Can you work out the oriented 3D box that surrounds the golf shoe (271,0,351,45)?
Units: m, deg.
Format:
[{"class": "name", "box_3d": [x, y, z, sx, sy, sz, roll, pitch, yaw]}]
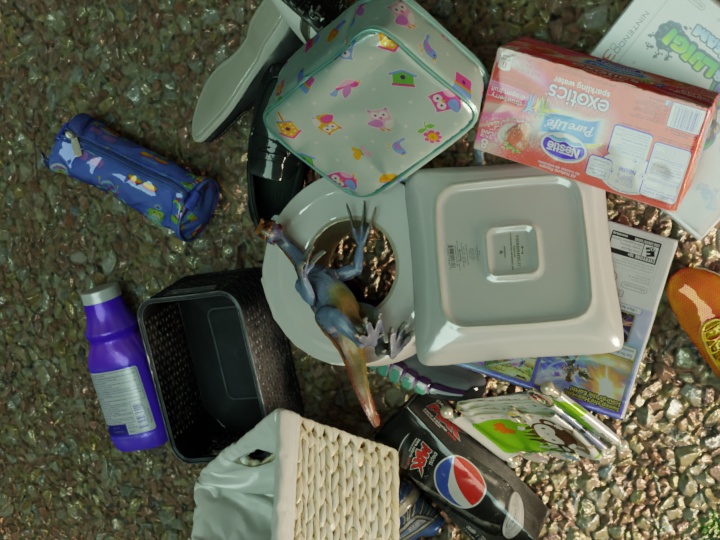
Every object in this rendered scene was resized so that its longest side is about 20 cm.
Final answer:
[{"class": "golf shoe", "box_3d": [-0.032, -0.218, 1.168, 0.200, 0.078, 0.094, 38, 130, -23]}]

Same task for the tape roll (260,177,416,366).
[{"class": "tape roll", "box_3d": [0.000, 0.000, 1.221, 0.201, 0.071, 0.204, -2, 86, 20]}]

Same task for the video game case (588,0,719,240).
[{"class": "video game case", "box_3d": [0.307, -0.159, 1.112, 0.200, 0.024, 0.182, 41, 117, 5]}]

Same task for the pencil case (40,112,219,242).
[{"class": "pencil case", "box_3d": [-0.258, -0.108, 1.319, 0.199, 0.087, 0.078, 27, 81, 11]}]

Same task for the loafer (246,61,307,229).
[{"class": "loafer", "box_3d": [-0.084, -0.121, 1.223, 0.067, 0.071, 0.202, 12, 130, 4]}]

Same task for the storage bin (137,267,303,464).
[{"class": "storage bin", "box_3d": [-0.158, 0.109, 1.342, 0.134, 0.094, 0.202, -6, 103, 23]}]

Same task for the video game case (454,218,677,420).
[{"class": "video game case", "box_3d": [0.192, 0.031, 1.165, 0.199, 0.045, 0.183, 18, 84, 16]}]

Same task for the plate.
[{"class": "plate", "box_3d": [0.146, -0.015, 1.130, 0.198, 0.032, 0.201, -5, 75, 5]}]

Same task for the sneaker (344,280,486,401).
[{"class": "sneaker", "box_3d": [0.048, 0.071, 1.261, 0.199, 0.074, 0.088, 21, 108, 15]}]

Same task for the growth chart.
[{"class": "growth chart", "box_3d": [0.177, 0.162, 1.193, 0.144, 0.018, 0.200, 34, 152, -21]}]

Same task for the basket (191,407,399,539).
[{"class": "basket", "box_3d": [-0.071, 0.283, 1.238, 0.160, 0.201, 0.198, 19, 141, -27]}]

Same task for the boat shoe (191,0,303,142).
[{"class": "boat shoe", "box_3d": [-0.111, -0.208, 1.241, 0.200, 0.060, 0.074, -52, 41, 26]}]

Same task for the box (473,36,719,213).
[{"class": "box", "box_3d": [0.219, -0.139, 1.089, 0.199, 0.095, 0.103, 19, 112, 16]}]

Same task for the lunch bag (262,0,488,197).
[{"class": "lunch bag", "box_3d": [0.014, -0.160, 1.106, 0.160, 0.078, 0.200, 33, 141, -23]}]

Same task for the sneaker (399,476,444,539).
[{"class": "sneaker", "box_3d": [0.028, 0.337, 1.352, 0.085, 0.077, 0.201, 33, 116, 4]}]

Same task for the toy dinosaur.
[{"class": "toy dinosaur", "box_3d": [-0.043, 0.028, 1.155, 0.181, 0.105, 0.202, 27, 106, 38]}]

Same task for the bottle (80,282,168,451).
[{"class": "bottle", "box_3d": [-0.285, 0.116, 1.409, 0.083, 0.065, 0.202, -11, 102, 23]}]

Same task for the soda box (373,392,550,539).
[{"class": "soda box", "box_3d": [0.112, 0.224, 1.282, 0.200, 0.071, 0.063, 45, 120, 3]}]

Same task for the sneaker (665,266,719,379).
[{"class": "sneaker", "box_3d": [0.369, 0.080, 1.132, 0.073, 0.077, 0.200, -38, 91, 23]}]
